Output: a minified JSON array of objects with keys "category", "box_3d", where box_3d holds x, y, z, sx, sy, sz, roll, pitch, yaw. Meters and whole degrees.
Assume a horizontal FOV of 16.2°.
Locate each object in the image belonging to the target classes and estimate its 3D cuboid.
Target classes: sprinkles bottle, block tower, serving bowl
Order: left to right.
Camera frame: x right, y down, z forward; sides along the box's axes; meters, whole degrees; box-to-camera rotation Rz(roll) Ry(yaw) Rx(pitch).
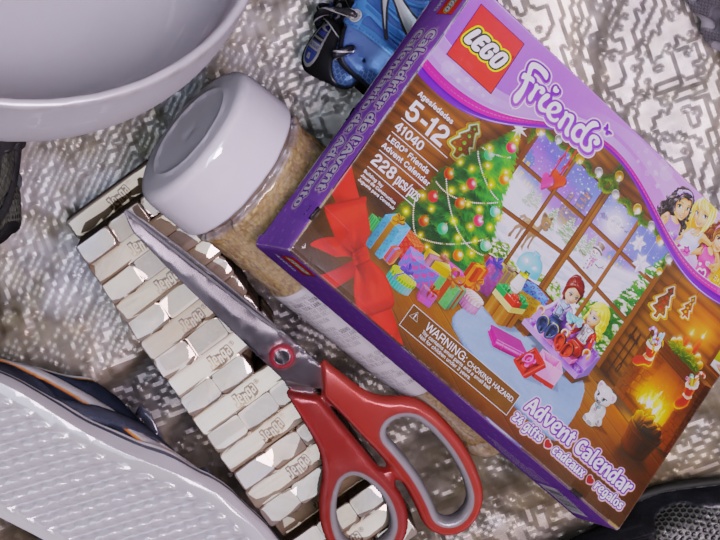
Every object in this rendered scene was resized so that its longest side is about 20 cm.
[{"category":"serving bowl","box_3d":[-0.141,-0.127,0.999,0.199,0.066,0.201,7,56,-10]},{"category":"block tower","box_3d":[-0.053,0.046,1.119,0.054,0.058,0.200,-35,97,1]},{"category":"sprinkles bottle","box_3d":[0.000,0.000,1.086,0.200,0.068,0.068,39,94,-23]}]

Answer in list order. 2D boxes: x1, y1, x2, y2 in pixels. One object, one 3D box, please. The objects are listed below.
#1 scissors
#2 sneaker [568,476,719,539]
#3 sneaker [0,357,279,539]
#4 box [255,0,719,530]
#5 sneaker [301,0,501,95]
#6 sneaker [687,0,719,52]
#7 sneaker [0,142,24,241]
[{"category":"scissors","box_3d":[-0.020,0.040,1.075,0.073,0.014,0.201,-30,106,6]},{"category":"sneaker","box_3d":[0.104,0.155,1.115,0.198,0.114,0.077,-18,100,-3]},{"category":"sneaker","box_3d":[-0.105,0.101,1.111,0.200,0.079,0.079,38,96,-9]},{"category":"box","box_3d":[0.071,-0.004,1.059,0.200,0.039,0.137,40,77,-23]},{"category":"sneaker","box_3d":[0.014,-0.118,1.091,0.089,0.079,0.201,-15,98,-4]},{"category":"sneaker","box_3d":[0.230,-0.098,1.120,0.200,0.075,0.082,34,79,-13]},{"category":"sneaker","box_3d":[-0.172,-0.082,1.084,0.076,0.114,0.201,13,69,-4]}]
